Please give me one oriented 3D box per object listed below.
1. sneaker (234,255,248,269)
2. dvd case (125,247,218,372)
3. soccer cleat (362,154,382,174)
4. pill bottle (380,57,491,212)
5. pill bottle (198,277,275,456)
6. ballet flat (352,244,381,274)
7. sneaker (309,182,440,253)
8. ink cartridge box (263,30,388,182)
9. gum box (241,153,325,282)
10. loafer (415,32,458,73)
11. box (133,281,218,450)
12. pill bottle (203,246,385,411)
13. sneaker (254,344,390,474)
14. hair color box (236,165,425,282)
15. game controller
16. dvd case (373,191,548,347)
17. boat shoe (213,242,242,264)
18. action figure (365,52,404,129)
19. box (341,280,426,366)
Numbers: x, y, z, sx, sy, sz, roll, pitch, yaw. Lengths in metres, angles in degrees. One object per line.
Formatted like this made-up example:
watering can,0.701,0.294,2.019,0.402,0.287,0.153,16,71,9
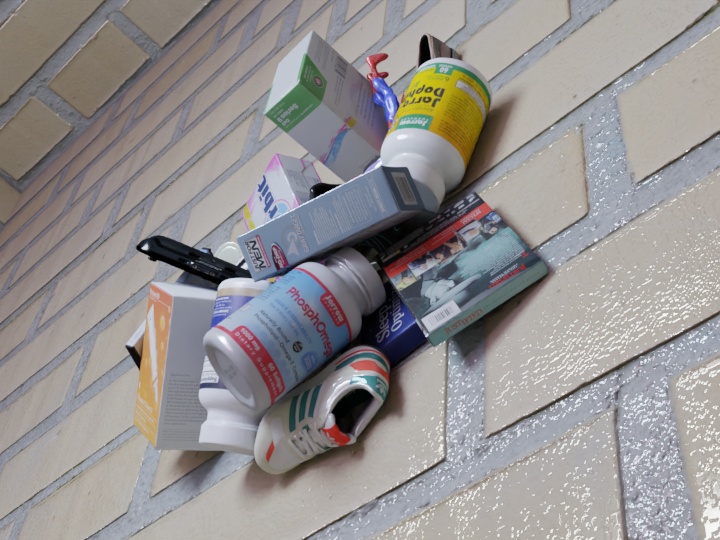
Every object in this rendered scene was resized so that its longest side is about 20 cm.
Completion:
sneaker,-0.126,-0.010,1.621,0.200,0.070,0.090,-53,21,-10
dvd case,-0.250,0.085,1.595,0.017,0.143,0.200,9,49,30
soccer cleat,0.011,-0.088,1.515,0.200,0.068,0.073,-40,38,25
pill bottle,0.091,-0.168,1.422,0.113,0.113,0.201,-20,38,48
pill bottle,-0.133,0.119,1.341,0.115,0.115,0.201,-11,66,54
ballet flat,0.000,0.000,1.403,0.071,0.069,0.200,-1,50,53
sneaker,0.021,-0.063,1.359,0.199,0.079,0.076,8,51,27
ink cartridge box,-0.033,-0.228,1.617,0.087,0.200,0.146,-38,27,32
gum box,-0.092,-0.057,1.519,0.114,0.066,0.201,-54,42,31
loafer,0.097,-0.274,1.622,0.072,0.063,0.201,-32,30,35
box,-0.231,0.125,1.471,0.124,0.097,0.201,-163,79,-65
pill bottle,-0.071,0.061,1.254,0.200,0.109,0.109,-37,19,-22
sneaker,-0.046,0.169,1.226,0.200,0.070,0.094,-40,20,15
hair color box,-0.034,-0.054,1.296,0.199,0.061,0.099,-25,-5,20
game controller,-0.211,0.002,1.523,0.104,0.199,0.042,-72,4,-82
dvd case,0.105,-0.007,1.221,0.146,0.022,0.200,-33,29,0
boat shoe,-0.226,0.045,1.729,0.202,0.072,0.060,-57,-19,14
action figure,0.051,-0.220,1.579,0.066,0.051,0.201,95,164,-58
box,0.039,0.057,1.291,0.200,0.032,0.121,-40,26,23
